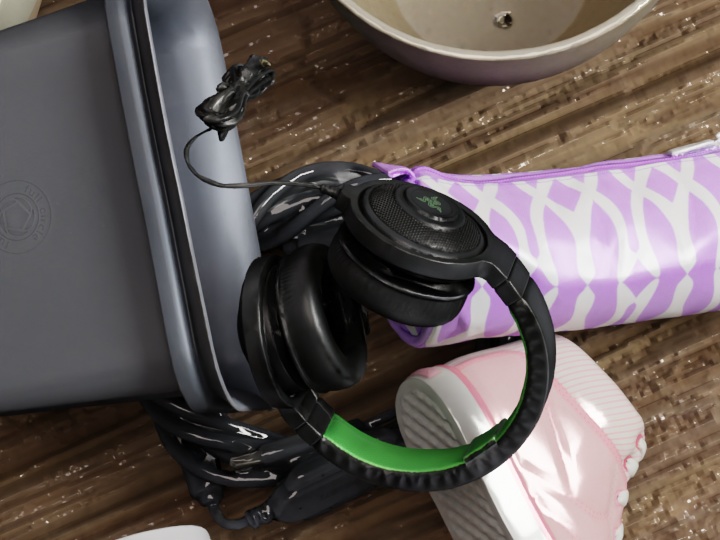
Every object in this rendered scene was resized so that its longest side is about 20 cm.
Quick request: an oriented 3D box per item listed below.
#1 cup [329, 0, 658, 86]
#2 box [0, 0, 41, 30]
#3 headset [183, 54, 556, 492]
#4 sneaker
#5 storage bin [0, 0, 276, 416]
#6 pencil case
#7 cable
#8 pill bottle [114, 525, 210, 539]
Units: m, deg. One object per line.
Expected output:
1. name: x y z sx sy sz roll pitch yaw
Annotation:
1. cup: 0.062 -0.169 1.294 0.199 0.143 0.202 0 74 2
2. box: -0.206 -0.143 1.328 0.094 0.078 0.201 15 74 6
3. headset: 0.000 0.000 1.168 0.123 0.094 0.200 -35 103 25
4. sneaker: 0.099 0.122 1.239 0.104 0.075 0.201 -23 90 -32
5. storage bin: -0.124 -0.025 1.218 0.134 0.146 0.201 -11 86 11
6. pencil case: 0.104 -0.016 1.245 0.199 0.084 0.086 -8 108 -22
7. cable: -0.013 0.027 1.292 0.199 0.051 0.164 -27 66 -10
8. pill bottle: -0.078 0.220 1.195 0.112 0.113 0.201 -18 74 -4
